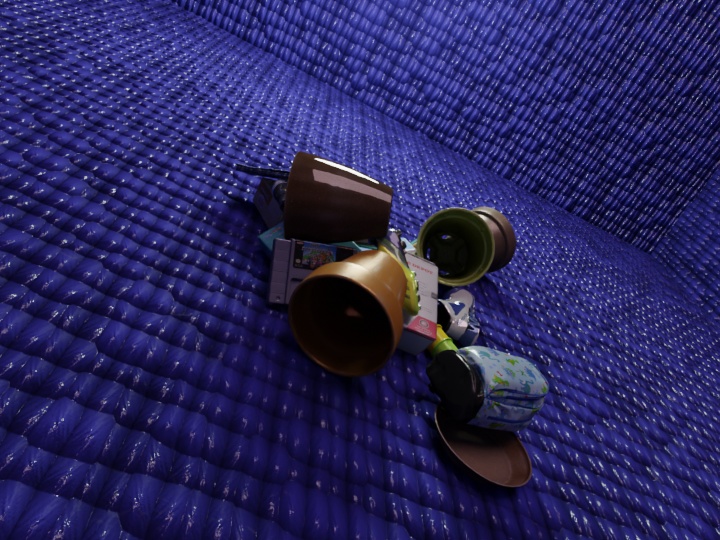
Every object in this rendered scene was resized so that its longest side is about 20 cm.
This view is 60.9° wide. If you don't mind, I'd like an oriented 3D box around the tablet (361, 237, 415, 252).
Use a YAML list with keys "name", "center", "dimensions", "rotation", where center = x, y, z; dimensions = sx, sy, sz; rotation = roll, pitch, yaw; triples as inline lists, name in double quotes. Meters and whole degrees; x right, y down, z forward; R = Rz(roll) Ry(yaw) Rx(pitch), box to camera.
- name: "tablet"
  center: [0.025, -0.053, 1.481]
  dimensions: [0.198, 0.014, 0.130]
  rotation: [-5, 17, -8]

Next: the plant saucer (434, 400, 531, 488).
- name: "plant saucer"
  center: [0.211, 0.312, 1.090]
  dimensions: [0.199, 0.037, 0.201]
  rotation: [24, 24, -12]

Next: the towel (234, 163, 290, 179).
- name: "towel"
  center: [-0.183, -0.231, 1.464]
  dimensions: [0.198, 0.024, 0.145]
  rotation: [10, 4, 13]

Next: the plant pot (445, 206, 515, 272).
- name: "plant pot"
  center: [0.336, -0.074, 1.826]
  dimensions: [0.174, 0.201, 0.200]
  rotation: [-23, 55, -41]

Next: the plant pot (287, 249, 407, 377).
- name: "plant pot"
  center: [-0.002, 0.057, 1.104]
  dimensions: [0.199, 0.201, 0.183]
  rotation: [32, 35, 5]

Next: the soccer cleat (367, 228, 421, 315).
- name: "soccer cleat"
  center: [0.068, 0.007, 1.245]
  dimensions: [0.083, 0.065, 0.202]
  rotation: [-16, 64, -3]

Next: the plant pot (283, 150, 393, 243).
- name: "plant pot"
  center: [-0.037, -0.131, 1.232]
  dimensions: [0.198, 0.189, 0.187]
  rotation: [9, 24, 4]

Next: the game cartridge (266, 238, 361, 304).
- name: "game cartridge"
  center: [-0.080, 0.011, 1.203]
  dimensions: [0.198, 0.131, 0.038]
  rotation: [8, -2, -20]

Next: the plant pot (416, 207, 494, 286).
- name: "plant pot"
  center: [0.240, -0.053, 1.633]
  dimensions: [0.199, 0.201, 0.184]
  rotation: [31, -4, 2]

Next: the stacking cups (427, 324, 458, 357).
- name: "stacking cups"
  center: [0.201, 0.202, 1.271]
  dimensions: [0.060, 0.061, 0.200]
  rotation: [6, 36, -43]

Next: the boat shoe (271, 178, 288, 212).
- name: "boat shoe"
  center: [-0.108, -0.152, 1.424]
  dimensions: [0.198, 0.071, 0.091]
  rotation: [8, 34, -27]

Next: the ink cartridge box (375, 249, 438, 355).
- name: "ink cartridge box"
  center: [0.085, 0.059, 1.302]
  dimensions: [0.145, 0.085, 0.201]
  rotation: [23, 49, -16]

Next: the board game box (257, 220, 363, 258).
- name: "board game box"
  center: [-0.101, -0.038, 1.302]
  dimensions: [0.150, 0.047, 0.200]
  rotation: [-34, 59, -19]

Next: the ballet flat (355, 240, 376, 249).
- name: "ballet flat"
  center: [-0.016, -0.079, 1.417]
  dimensions: [0.198, 0.069, 0.068]
  rotation: [1, 1, 10]

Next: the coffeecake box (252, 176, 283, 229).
- name: "coffeecake box"
  center: [-0.148, -0.145, 1.525]
  dimensions: [0.199, 0.073, 0.154]
  rotation: [9, 32, -38]

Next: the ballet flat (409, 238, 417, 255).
- name: "ballet flat"
  center: [0.125, -0.033, 1.643]
  dimensions: [0.070, 0.071, 0.200]
  rotation: [35, 24, 12]

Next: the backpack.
- name: "backpack"
  center: [0.245, 0.219, 1.122]
  dimensions: [0.199, 0.154, 0.163]
  rotation: [33, 14, -27]

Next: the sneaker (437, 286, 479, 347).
- name: "sneaker"
  center: [0.211, 0.092, 1.464]
  dimensions: [0.114, 0.081, 0.200]
  rotation: [25, 26, -15]
